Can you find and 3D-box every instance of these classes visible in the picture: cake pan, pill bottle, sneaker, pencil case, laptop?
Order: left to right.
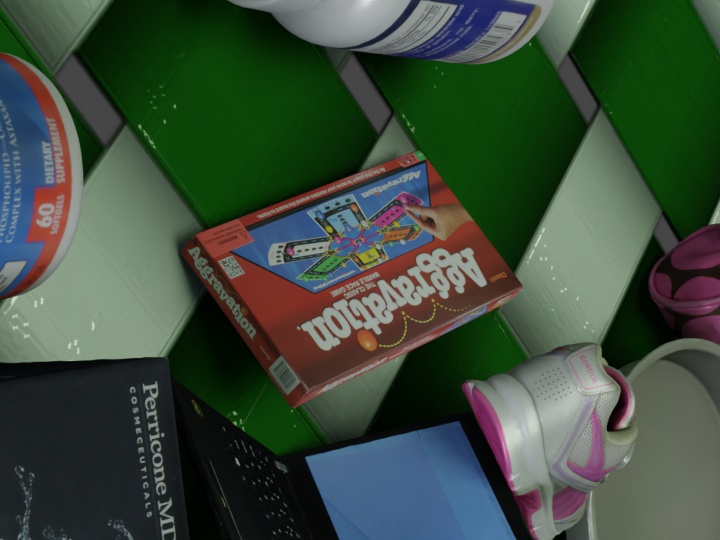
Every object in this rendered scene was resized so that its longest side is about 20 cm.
[{"bbox_3d":[-0.220,-0.035,0.914,0.200,0.112,0.113,-8,92,-51],"label":"pill bottle"},{"bbox_3d":[0.010,-0.178,1.203,0.199,0.119,0.120,1,85,-51],"label":"pill bottle"},{"bbox_3d":[0.011,0.134,1.117,0.200,0.103,0.178,44,17,-56],"label":"laptop"},{"bbox_3d":[0.120,0.097,1.278,0.200,0.088,0.082,62,3,-72],"label":"sneaker"},{"bbox_3d":[0.200,0.144,1.439,0.200,0.037,0.202,-1,91,-44],"label":"cake pan"},{"bbox_3d":[0.278,0.054,1.526,0.094,0.091,0.200,-41,125,-5],"label":"pencil case"}]

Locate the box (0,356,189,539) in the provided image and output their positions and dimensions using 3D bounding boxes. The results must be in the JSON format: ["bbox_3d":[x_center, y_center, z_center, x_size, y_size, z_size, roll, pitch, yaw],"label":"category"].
[{"bbox_3d":[-0.175,0.145,0.944,0.200,0.117,0.198,-8,92,-52],"label":"box"}]

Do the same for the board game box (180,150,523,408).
[{"bbox_3d":[0.000,0.000,1.210,0.200,0.019,0.103,-24,74,-49],"label":"board game box"}]
